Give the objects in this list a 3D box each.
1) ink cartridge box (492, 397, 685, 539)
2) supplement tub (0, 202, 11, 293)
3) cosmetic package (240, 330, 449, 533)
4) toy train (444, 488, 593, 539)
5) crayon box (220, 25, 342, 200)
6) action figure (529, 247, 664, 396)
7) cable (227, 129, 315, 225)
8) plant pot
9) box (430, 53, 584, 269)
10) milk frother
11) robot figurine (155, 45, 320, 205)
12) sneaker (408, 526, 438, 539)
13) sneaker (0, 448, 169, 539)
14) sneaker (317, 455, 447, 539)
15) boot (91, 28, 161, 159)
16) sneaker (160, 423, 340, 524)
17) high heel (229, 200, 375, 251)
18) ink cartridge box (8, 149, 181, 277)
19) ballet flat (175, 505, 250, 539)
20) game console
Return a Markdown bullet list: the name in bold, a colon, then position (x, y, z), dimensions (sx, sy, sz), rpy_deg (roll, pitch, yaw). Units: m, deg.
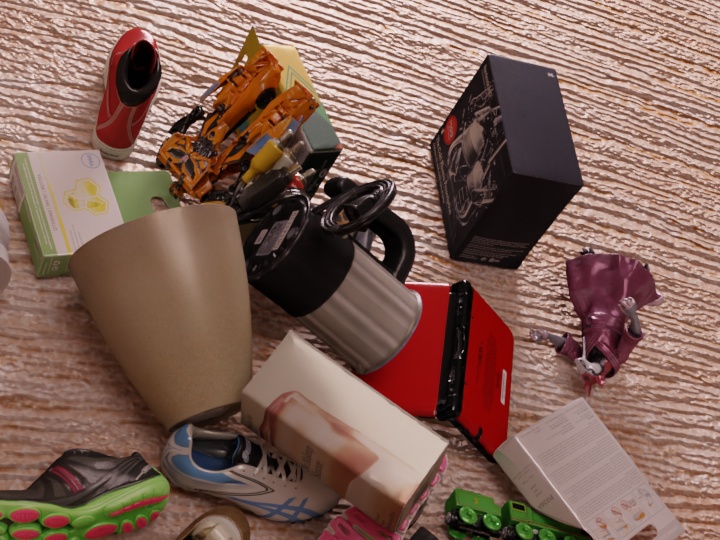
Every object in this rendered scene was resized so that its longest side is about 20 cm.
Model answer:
- **ink cartridge box**: position (0.266, 0.256, 1.668), dimensions (0.161, 0.050, 0.200), rpy_deg (-19, 68, -50)
- **supplement tub**: position (-0.442, -0.065, 1.473), dimensions (0.144, 0.145, 0.201), rpy_deg (-6, 58, -32)
- **cosmetic package**: position (-0.018, 0.165, 1.461), dimensions (0.199, 0.104, 0.087), rpy_deg (34, 67, 12)
- **toy train**: position (0.184, 0.290, 1.618), dimensions (0.199, 0.042, 0.057), rpy_deg (17, 38, -17)
- **crayon box**: position (-0.101, -0.186, 1.770), dimensions (0.051, 0.127, 0.201), rpy_deg (-7, 60, -33)
- **action figure**: position (0.303, 0.075, 1.836), dimensions (0.149, 0.133, 0.201), rpy_deg (51, 43, -48)
- **cable**: position (-0.138, -0.074, 1.642), dimensions (0.199, 0.097, 0.050), rpy_deg (-31, 40, 0)
- **plant pot**: position (-0.189, 0.060, 1.513), dimensions (0.186, 0.187, 0.201), rpy_deg (-11, 75, -35)
- **box**: position (0.183, -0.139, 1.853), dimensions (0.103, 0.182, 0.201), rpy_deg (9, 51, -22)
- **milk frother**: position (0.000, 0.000, 1.579), dimensions (0.188, 0.200, 0.181), rpy_deg (39, 84, -26)
- **robot figurine**: position (-0.153, -0.161, 1.682), dimensions (0.200, 0.058, 0.145), rpy_deg (-44, 62, -1)
- **sneaker**: position (0.070, 0.339, 1.499), dimensions (0.104, 0.060, 0.200), rpy_deg (38, 43, 9)
- **sneaker**: position (-0.286, 0.221, 1.398), dimensions (0.199, 0.077, 0.084), rpy_deg (-4, 40, -35)
- **sneaker**: position (0.018, 0.266, 1.523), dimensions (0.074, 0.088, 0.200), rpy_deg (36, 69, 10)
- **boot**: position (-0.262, -0.248, 1.718), dimensions (0.072, 0.145, 0.201), rpy_deg (17, 47, -14)
- **sneaker**: position (-0.107, 0.209, 1.496), dimensions (0.199, 0.073, 0.072), rpy_deg (17, 47, -19)
- **high heel**: position (-0.075, -0.064, 1.742), dimensions (0.199, 0.072, 0.143), rpy_deg (23, 36, -9)
- **ink cartridge box**: position (-0.284, -0.068, 1.632), dimensions (0.199, 0.048, 0.146), rpy_deg (-5, 58, -29)
- **ballet flat**: position (-0.166, 0.285, 1.402), dimensions (0.068, 0.072, 0.200), rpy_deg (46, 47, 10)
- **game console**: position (0.089, 0.119, 1.713), dimensions (0.172, 0.118, 0.201), rpy_deg (46, 38, -34)
